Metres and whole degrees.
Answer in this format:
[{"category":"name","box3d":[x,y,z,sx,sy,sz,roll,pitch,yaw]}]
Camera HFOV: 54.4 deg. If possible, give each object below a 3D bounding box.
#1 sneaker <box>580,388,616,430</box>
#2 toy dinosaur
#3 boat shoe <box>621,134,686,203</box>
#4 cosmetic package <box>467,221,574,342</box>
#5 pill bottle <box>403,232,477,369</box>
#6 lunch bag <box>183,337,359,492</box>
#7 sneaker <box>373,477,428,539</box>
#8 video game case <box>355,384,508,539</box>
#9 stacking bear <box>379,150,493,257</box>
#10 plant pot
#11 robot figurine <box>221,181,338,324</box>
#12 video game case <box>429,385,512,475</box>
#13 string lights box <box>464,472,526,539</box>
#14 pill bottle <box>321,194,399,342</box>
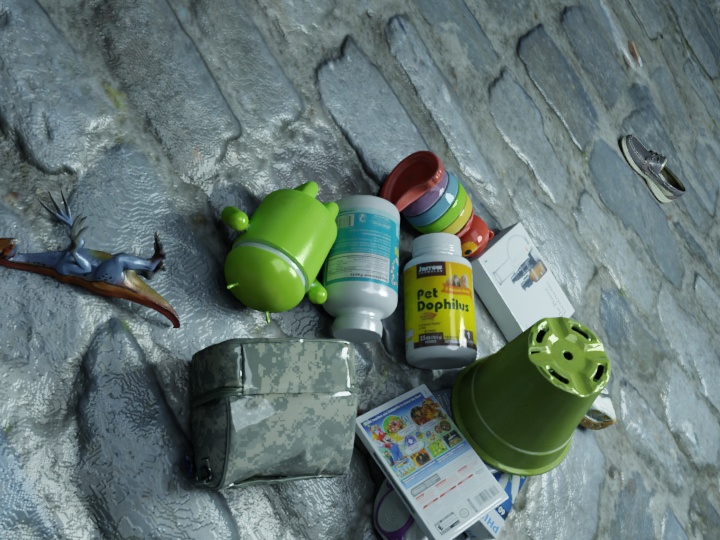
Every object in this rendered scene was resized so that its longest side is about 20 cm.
[{"category":"sneaker","box3d":[0.376,0.207,1.260,0.200,0.076,0.088,38,39,-24]},{"category":"toy dinosaur","box3d":[-0.316,-0.002,0.804,0.181,0.105,0.200,-16,95,-19]},{"category":"boat shoe","box3d":[0.697,-0.248,1.662,0.200,0.065,0.072,50,53,-10]},{"category":"cosmetic package","box3d":[0.286,0.034,1.260,0.151,0.052,0.200,-37,97,-37]},{"category":"pill bottle","box3d":[0.122,0.047,1.093,0.109,0.109,0.200,13,66,-33]},{"category":"lunch bag","box3d":[-0.106,0.175,0.855,0.200,0.139,0.168,6,69,-34]},{"category":"sneaker","box3d":[0.073,0.373,0.974,0.100,0.075,0.200,27,52,-55]},{"category":"video game case","box3d":[0.097,0.265,0.977,0.143,0.018,0.200,-19,61,-38]},{"category":"stacking bear","box3d":[0.139,-0.095,1.163,0.200,0.121,0.114,41,27,-30]},{"category":"plant pot","box3d":[0.255,0.164,1.007,0.200,0.190,0.200,8,52,-11]},{"category":"robot figurine","box3d":[-0.106,-0.028,0.946,0.175,0.116,0.200,45,52,-25]},{"category":"video game case","box3d":[0.171,0.239,1.056,0.200,0.019,0.143,-7,57,-24]},{"category":"string lights box","box3d":[0.201,0.303,1.087,0.103,0.059,0.200,48,51,-8]},{"category":"pill bottle","box3d":[0.000,0.000,1.019,0.111,0.111,0.200,17,64,-31]}]
